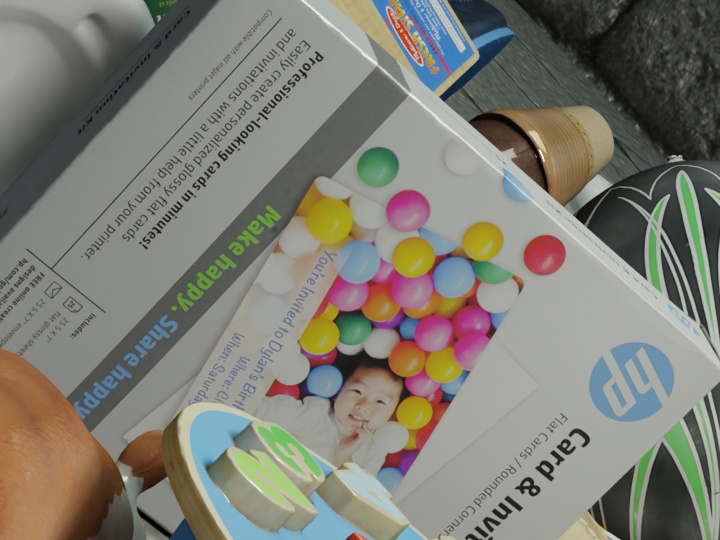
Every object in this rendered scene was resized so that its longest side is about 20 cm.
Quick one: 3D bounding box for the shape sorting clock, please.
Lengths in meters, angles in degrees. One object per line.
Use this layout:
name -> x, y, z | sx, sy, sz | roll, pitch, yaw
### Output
shape sorting clock -> 0.031, 0.102, 0.601 | 0.200, 0.039, 0.200 | 41, 11, -10

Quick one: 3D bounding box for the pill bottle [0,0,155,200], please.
pill bottle -> -0.151, -0.102, 0.842 | 0.120, 0.120, 0.200 | 34, 14, -41

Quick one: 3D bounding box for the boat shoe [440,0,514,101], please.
boat shoe -> 0.006, -0.100, 1.111 | 0.069, 0.084, 0.200 | 50, 25, 8

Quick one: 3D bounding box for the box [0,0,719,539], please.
box -> -0.012, 0.019, 0.791 | 0.200, 0.156, 0.041 | 40, 13, -21

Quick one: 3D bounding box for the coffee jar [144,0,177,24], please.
coffee jar -> -0.052, -0.062, 0.902 | 0.104, 0.085, 0.201 | -172, -110, -73

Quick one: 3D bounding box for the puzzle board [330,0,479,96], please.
puzzle board -> -0.040, -0.136, 1.013 | 0.201, 0.017, 0.151 | 58, 38, -11

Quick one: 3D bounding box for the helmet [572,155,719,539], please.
helmet -> 0.144, 0.060, 1.043 | 0.200, 0.199, 0.191 | 52, -17, 41

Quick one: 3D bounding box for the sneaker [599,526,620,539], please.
sneaker -> 0.071, 0.112, 0.956 | 0.200, 0.075, 0.090 | 42, 16, -11

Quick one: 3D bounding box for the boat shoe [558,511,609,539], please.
boat shoe -> 0.087, 0.134, 0.837 | 0.072, 0.065, 0.201 | -13, 61, -29

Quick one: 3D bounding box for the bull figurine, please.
bull figurine -> -0.107, 0.045, 0.586 | 0.121, 0.065, 0.200 | 39, 8, -2

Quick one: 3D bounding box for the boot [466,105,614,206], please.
boot -> 0.000, 0.000, 1.066 | 0.166, 0.200, 0.073 | -24, 77, -41

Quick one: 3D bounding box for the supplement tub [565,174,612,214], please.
supplement tub -> 0.139, 0.035, 1.378 | 0.200, 0.123, 0.123 | 34, 14, -40
